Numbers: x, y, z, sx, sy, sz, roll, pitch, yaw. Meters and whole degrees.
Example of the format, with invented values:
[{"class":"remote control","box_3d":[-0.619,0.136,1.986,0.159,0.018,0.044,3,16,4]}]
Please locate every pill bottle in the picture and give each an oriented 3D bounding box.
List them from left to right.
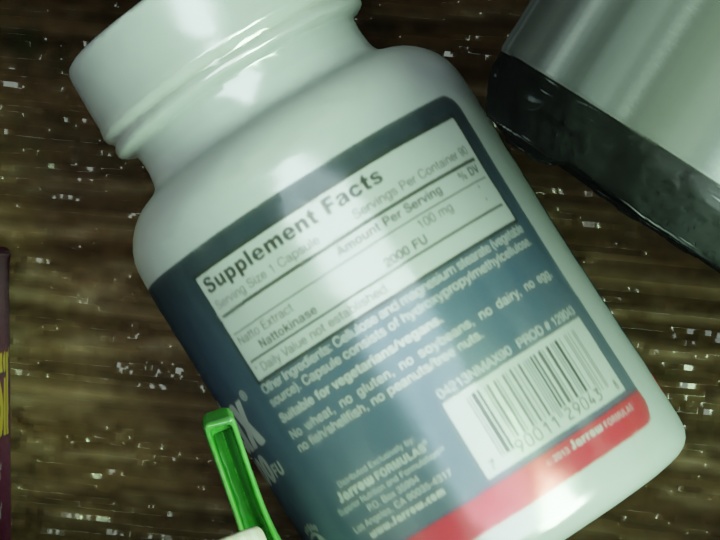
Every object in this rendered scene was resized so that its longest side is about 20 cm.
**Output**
[{"class":"pill bottle","box_3d":[0.000,0.000,0.920,0.119,0.120,0.200,-32,87,2]}]

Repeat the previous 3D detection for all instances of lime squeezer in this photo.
[{"class":"lime squeezer","box_3d":[-0.011,0.124,0.874,0.038,0.071,0.201,-20,105,-17]}]

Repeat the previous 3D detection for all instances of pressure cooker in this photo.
[{"class":"pressure cooker","box_3d":[0.153,-0.081,0.837,0.178,0.176,0.200,32,95,0]}]

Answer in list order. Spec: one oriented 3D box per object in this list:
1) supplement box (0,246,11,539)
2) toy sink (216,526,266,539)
[{"class":"supplement box","box_3d":[-0.165,0.091,0.924,0.103,0.131,0.201,-1,90,3]},{"class":"toy sink","box_3d":[-0.102,0.166,0.793,0.199,0.112,0.131,-19,84,-16]}]
